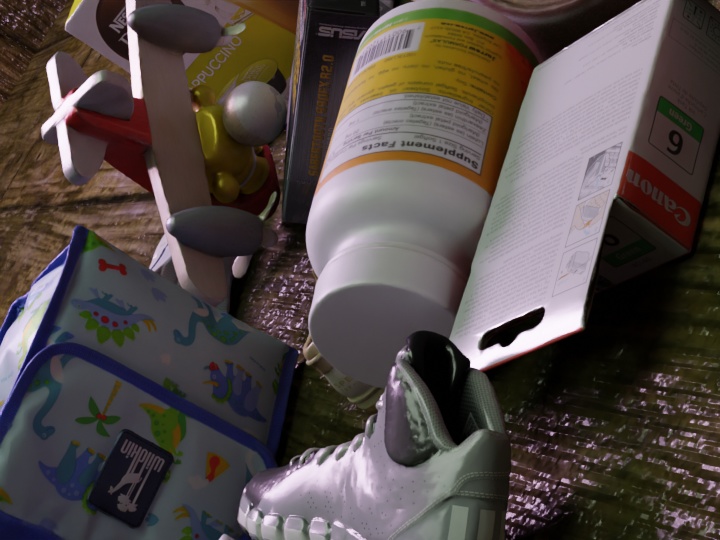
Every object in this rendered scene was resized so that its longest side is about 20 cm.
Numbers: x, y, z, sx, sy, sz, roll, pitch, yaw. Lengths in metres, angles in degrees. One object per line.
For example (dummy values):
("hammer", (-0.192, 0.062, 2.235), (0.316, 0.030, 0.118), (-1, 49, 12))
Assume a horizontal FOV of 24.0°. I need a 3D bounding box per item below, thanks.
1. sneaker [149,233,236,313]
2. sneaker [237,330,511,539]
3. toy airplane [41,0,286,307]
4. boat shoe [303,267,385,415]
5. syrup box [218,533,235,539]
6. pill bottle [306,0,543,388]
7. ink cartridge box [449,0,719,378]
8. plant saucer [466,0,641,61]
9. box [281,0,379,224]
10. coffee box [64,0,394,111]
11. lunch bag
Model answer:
("sneaker", (-0.132, 0.021, 1.267), (0.071, 0.073, 0.200), (-57, 8, 46))
("sneaker", (0.013, 0.083, 0.771), (0.200, 0.075, 0.116), (9, 90, 58))
("toy airplane", (-0.120, -0.095, 1.163), (0.141, 0.201, 0.199), (-23, 17, 20))
("boat shoe", (-0.002, 0.002, 0.978), (0.073, 0.063, 0.201), (-45, 23, 28))
("syrup box", (-0.044, 0.210, 0.742), (0.082, 0.079, 0.200), (-52, 20, 14))
("pill bottle", (0.033, -0.040, 0.892), (0.111, 0.111, 0.201), (-37, 28, 43))
("ink cartridge box", (0.109, -0.031, 0.793), (0.109, 0.050, 0.201), (-28, 35, 51))
("plant saucer", (0.107, -0.215, 0.921), (0.200, 0.034, 0.202), (0, 91, 41))
("box", (-0.022, -0.150, 1.172), (0.200, 0.048, 0.159), (-90, 8, -56))
("coffee box", (-0.097, -0.263, 1.400), (0.200, 0.197, 0.201), (-43, 24, 35))
("lunch bag", (-0.141, 0.100, 1.004), (0.127, 0.170, 0.201), (-44, 23, 40))
